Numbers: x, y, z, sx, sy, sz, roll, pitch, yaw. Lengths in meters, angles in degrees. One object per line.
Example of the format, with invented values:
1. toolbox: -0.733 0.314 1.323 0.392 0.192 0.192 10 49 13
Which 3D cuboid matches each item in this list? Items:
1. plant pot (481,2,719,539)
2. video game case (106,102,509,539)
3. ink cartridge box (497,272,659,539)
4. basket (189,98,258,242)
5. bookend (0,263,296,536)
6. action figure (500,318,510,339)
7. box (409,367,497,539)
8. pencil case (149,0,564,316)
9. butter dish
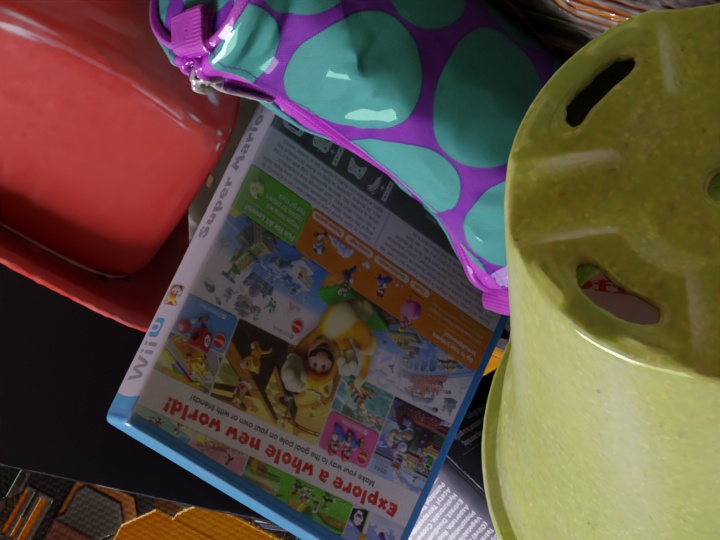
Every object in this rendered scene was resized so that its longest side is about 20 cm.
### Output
1. plant pot: 0.122 0.016 0.829 0.200 0.201 0.184 25 160 25
2. video game case: 0.000 0.000 1.002 0.143 0.200 0.018 35 163 -35
3. ink cartridge box: 0.129 0.081 1.022 0.145 0.084 0.200 8 -154 0
4. basket: -0.142 -0.073 1.205 0.200 0.139 0.176 7 162 21
5. bookend: -0.104 0.049 1.113 0.200 0.092 0.199 14 173 -11
6. action figure: 0.024 -0.017 1.177 0.200 0.105 0.194 6 164 2
7. box: 0.098 0.140 1.186 0.182 0.104 0.200 42 -155 12
8. pencil case: 0.013 -0.067 0.941 0.200 0.093 0.085 34 170 -36
9. butter dish: -0.111 -0.108 0.977 0.200 0.148 0.200 29 -143 -31
